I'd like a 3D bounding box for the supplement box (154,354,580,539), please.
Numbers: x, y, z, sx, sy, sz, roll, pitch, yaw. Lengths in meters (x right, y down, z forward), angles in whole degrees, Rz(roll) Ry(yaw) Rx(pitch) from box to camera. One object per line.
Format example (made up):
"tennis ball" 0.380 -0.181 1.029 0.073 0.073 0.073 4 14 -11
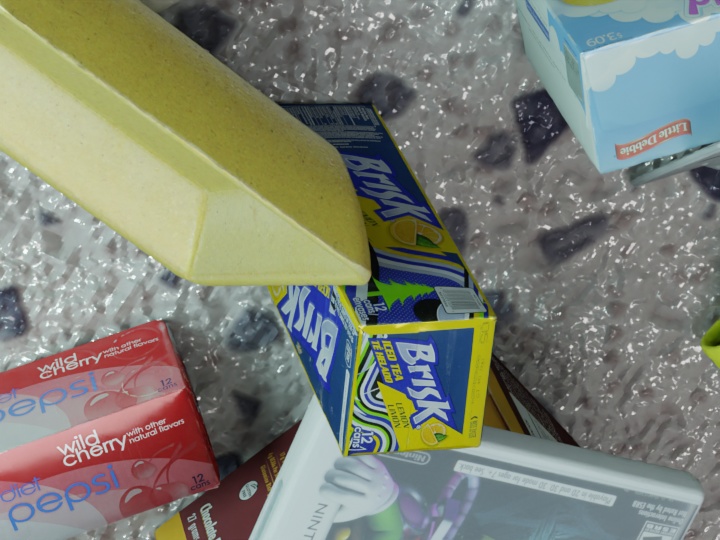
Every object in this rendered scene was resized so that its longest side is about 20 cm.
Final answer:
"supplement box" 0.040 0.169 1.347 0.197 0.133 0.200 -38 123 9

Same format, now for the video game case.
"video game case" 0.038 0.153 1.241 0.199 0.023 0.182 14 116 -22

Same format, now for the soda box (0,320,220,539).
"soda box" -0.173 0.094 1.276 0.199 0.070 0.064 -20 123 -4

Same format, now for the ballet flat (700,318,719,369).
"ballet flat" 0.232 -0.024 1.331 0.067 0.067 0.200 24 115 -5

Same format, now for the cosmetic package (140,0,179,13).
"cosmetic package" -0.035 -0.198 1.118 0.200 0.105 0.071 -31 124 2

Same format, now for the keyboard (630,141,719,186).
"keyboard" 0.169 -0.056 1.226 0.056 0.200 0.011 -11 88 -5

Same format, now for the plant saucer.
"plant saucer" -0.100 -0.067 1.134 0.200 0.200 0.049 36 75 -21

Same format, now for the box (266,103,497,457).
"box" 0.000 0.000 1.190 0.064 0.200 0.070 -3 121 -15

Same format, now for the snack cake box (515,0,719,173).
"snack cake box" 0.180 -0.124 1.218 0.199 0.115 0.067 -17 124 -6
